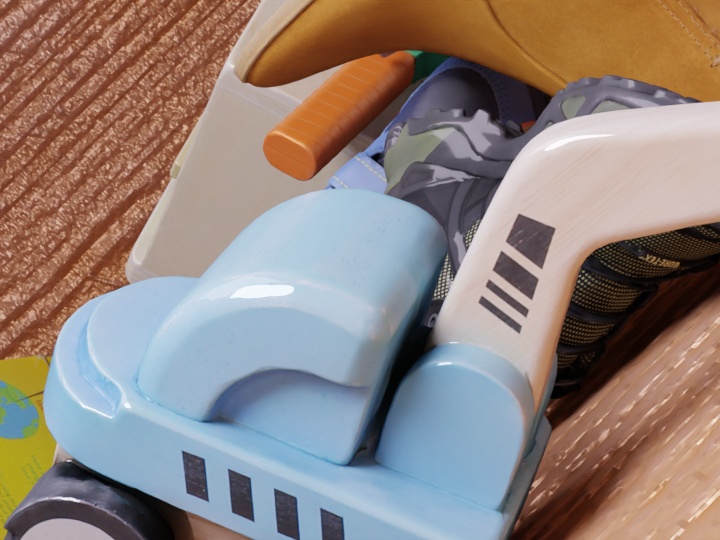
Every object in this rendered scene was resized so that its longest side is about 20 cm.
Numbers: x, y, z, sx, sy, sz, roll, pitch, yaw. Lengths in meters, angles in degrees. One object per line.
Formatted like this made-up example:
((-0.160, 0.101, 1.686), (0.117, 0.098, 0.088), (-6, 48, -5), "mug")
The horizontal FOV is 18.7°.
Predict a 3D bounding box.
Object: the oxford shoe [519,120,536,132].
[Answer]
((0.026, 0.019, 0.766), (0.200, 0.071, 0.072), (-49, 16, -14), "oxford shoe")

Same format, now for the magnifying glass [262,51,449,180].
((0.024, -0.096, 0.910), (0.200, 0.079, 0.022), (-45, -24, -44), "magnifying glass")

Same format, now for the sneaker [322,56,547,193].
((0.000, 0.000, 0.838), (0.082, 0.074, 0.201), (20, -74, -52), "sneaker")

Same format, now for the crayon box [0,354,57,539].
((-0.150, 0.099, 0.817), (0.199, 0.127, 0.051), (-5, -40, -48), "crayon box")

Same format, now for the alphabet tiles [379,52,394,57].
((0.060, -0.136, 0.795), (0.166, 0.006, 0.200), (-25, -21, 12), "alphabet tiles")

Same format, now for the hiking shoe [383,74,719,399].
((0.065, 0.002, 0.659), (0.200, 0.075, 0.101), (-4, 71, 63), "hiking shoe")

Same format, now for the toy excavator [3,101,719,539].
((0.020, 0.019, 0.548), (0.100, 0.194, 0.201), (-53, -18, -60), "toy excavator")

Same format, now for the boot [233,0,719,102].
((0.067, -0.074, 0.733), (0.201, 0.144, 0.071), (-35, 8, 26), "boot")

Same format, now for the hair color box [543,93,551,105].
((0.104, -0.080, 0.950), (0.100, 0.061, 0.200), (-43, 5, 12), "hair color box")

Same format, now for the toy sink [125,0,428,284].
((-0.028, -0.040, 0.997), (0.200, 0.112, 0.131), (-63, 1, 45), "toy sink")
